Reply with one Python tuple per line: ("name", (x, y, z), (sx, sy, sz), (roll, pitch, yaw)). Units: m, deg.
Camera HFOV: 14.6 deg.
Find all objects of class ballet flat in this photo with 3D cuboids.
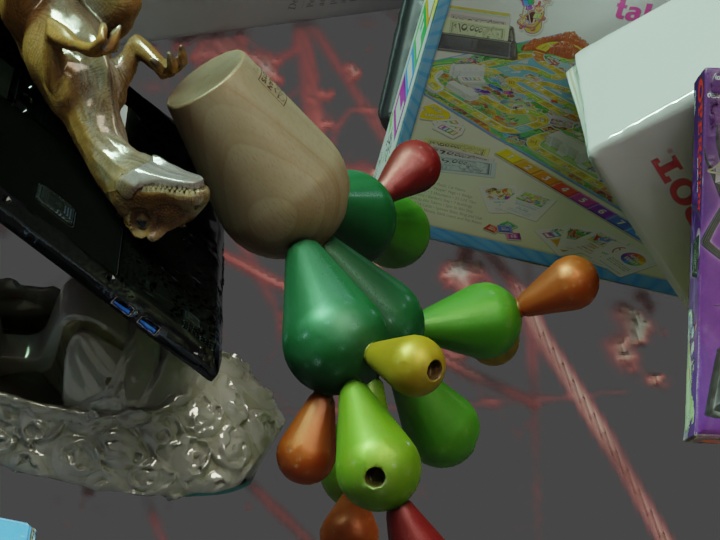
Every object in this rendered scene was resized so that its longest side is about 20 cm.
("ballet flat", (-0.117, 0.026, 0.914), (0.199, 0.072, 0.072), (12, 42, -9))

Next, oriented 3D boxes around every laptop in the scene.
("laptop", (-0.150, -0.028, 0.918), (0.200, 0.103, 0.177), (38, 17, -17))

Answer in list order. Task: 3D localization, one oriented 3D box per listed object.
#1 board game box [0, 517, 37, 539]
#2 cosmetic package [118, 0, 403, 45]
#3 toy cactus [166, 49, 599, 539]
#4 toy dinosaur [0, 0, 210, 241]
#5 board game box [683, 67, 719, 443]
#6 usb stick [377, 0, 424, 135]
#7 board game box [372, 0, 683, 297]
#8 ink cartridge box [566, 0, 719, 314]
("board game box", (-0.200, 0.141, 0.769), (0.199, 0.056, 0.196), (12, 42, -8))
("cosmetic package", (-0.045, -0.155, 1.123), (0.199, 0.071, 0.102), (-9, 50, -28))
("toy cactus", (0.000, 0.000, 0.928), (0.165, 0.102, 0.200), (55, 27, -22))
("toy dinosaur", (-0.101, -0.089, 0.916), (0.060, 0.106, 0.200), (-5, 41, -19))
("board game box", (0.204, 0.000, 0.893), (0.199, 0.032, 0.121), (2, 86, -1))
("usb stick", (0.052, -0.141, 1.086), (0.055, 0.033, 0.201), (13, 83, -5))
("board game box", (0.116, -0.058, 1.030), (0.199, 0.135, 0.034), (13, 29, -7))
("ink cartridge box", (0.191, -0.049, 0.966), (0.145, 0.200, 0.083), (54, 17, -25))
